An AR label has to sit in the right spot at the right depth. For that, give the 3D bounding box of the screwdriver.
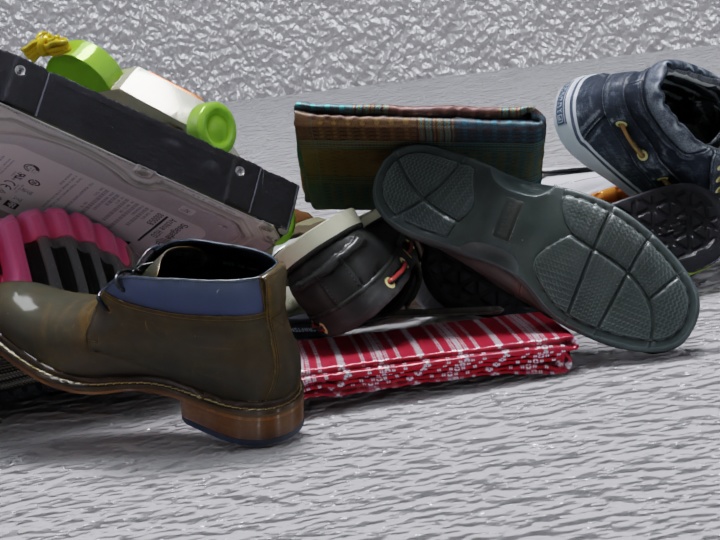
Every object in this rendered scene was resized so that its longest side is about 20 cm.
[{"bbox_3d":[0.013,0.031,1.615,0.200,0.029,0.028,3,14,43],"label":"screwdriver"}]

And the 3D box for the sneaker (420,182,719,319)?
[{"bbox_3d":[0.135,-0.002,1.635,0.199,0.072,0.083,-8,-15,-6],"label":"sneaker"}]

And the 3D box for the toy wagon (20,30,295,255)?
[{"bbox_3d":[-0.130,-0.070,1.589,0.155,0.200,0.040,-7,36,43],"label":"toy wagon"}]

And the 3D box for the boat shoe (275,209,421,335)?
[{"bbox_3d":[-0.002,0.002,1.542,0.074,0.063,0.201,-35,-1,8],"label":"boat shoe"}]

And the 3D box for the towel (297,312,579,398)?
[{"bbox_3d":[0.015,0.051,1.481,0.199,0.023,0.145,-7,6,-4],"label":"towel"}]

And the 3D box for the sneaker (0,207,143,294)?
[{"bbox_3d":[-0.215,0.017,1.491,0.199,0.079,0.095,5,-31,-25],"label":"sneaker"}]

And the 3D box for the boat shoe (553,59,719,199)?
[{"bbox_3d":[0.218,-0.067,1.659,0.200,0.071,0.091,28,-25,-36],"label":"boat shoe"}]

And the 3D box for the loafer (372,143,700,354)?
[{"bbox_3d":[0.102,-0.012,1.473,0.200,0.072,0.063,28,-6,17],"label":"loafer"}]

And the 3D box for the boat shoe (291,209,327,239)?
[{"bbox_3d":[-0.084,-0.011,1.783,0.068,0.072,0.200,21,8,21],"label":"boat shoe"}]

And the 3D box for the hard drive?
[{"bbox_3d":[-0.153,-0.049,1.505,0.199,0.038,0.140,24,-29,-21],"label":"hard drive"}]

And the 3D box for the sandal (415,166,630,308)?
[{"bbox_3d":[0.113,-0.032,1.700,0.206,0.079,0.059,-14,49,-29],"label":"sandal"}]

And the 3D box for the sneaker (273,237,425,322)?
[{"bbox_3d":[0.040,-0.010,1.721,0.199,0.071,0.099,-17,12,-17],"label":"sneaker"}]

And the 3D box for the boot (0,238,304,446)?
[{"bbox_3d":[-0.116,0.015,1.379,0.199,0.097,0.075,16,34,21],"label":"boot"}]

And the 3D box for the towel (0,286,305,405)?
[{"bbox_3d":[-0.155,0.043,1.599,0.192,0.035,0.200,-11,5,30],"label":"towel"}]

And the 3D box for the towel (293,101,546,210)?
[{"bbox_3d":[0.035,-0.067,1.547,0.146,0.022,0.200,1,-12,2],"label":"towel"}]
